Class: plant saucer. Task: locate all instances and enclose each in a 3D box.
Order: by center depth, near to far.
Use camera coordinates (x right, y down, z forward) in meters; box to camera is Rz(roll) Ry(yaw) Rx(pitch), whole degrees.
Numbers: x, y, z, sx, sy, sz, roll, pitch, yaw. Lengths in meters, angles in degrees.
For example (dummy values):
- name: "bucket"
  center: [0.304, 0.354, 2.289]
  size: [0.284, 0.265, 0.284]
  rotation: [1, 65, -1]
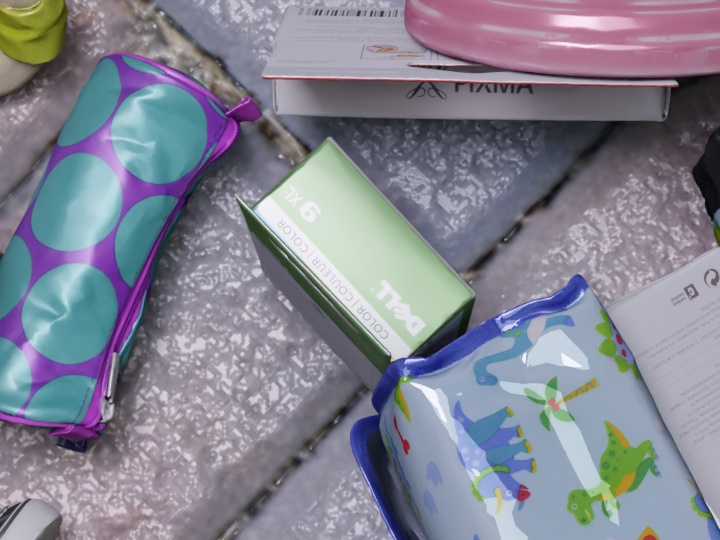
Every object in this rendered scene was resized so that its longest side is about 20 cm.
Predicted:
- name: "plant saucer"
  center: [0.121, -0.140, 1.089]
  size: [0.198, 0.201, 0.051]
  rotation: [2, 108, 3]

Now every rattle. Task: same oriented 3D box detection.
- name: "rattle"
  center: [-0.251, -0.160, 1.178]
  size: [0.199, 0.130, 0.144]
  rotation: [-16, 67, 27]

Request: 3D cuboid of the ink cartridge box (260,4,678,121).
- name: "ink cartridge box"
  center: [0.054, -0.095, 1.098]
  size: [0.198, 0.174, 0.044]
  rotation: [1, 109, 3]

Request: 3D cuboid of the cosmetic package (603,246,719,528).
- name: "cosmetic package"
  center: [0.178, 0.101, 1.079]
  size: [0.081, 0.113, 0.201]
  rotation: [-27, 83, -15]

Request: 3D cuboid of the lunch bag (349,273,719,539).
- name: "lunch bag"
  center: [0.080, 0.117, 1.049]
  size: [0.127, 0.200, 0.171]
  rotation: [-24, 79, -9]

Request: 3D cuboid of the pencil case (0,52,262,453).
- name: "pencil case"
  center: [-0.132, -0.011, 1.138]
  size: [0.092, 0.085, 0.201]
  rotation: [20, 82, 21]

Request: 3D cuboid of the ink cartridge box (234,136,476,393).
- name: "ink cartridge box"
  center: [0.000, 0.000, 1.071]
  size: [0.059, 0.200, 0.104]
  rotation: [-42, 82, -6]

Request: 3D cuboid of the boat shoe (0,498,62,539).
- name: "boat shoe"
  center: [-0.234, 0.184, 1.118]
  size: [0.064, 0.071, 0.200]
  rotation: [41, 87, 7]

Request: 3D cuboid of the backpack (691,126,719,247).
- name: "backpack"
  center: [0.264, 0.020, 1.089]
  size: [0.162, 0.154, 0.201]
  rotation: [-17, 62, -19]

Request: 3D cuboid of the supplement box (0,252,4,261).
- name: "supplement box"
  center: [-0.285, 0.042, 1.078]
  size: [0.133, 0.200, 0.201]
  rotation: [24, 83, 6]
